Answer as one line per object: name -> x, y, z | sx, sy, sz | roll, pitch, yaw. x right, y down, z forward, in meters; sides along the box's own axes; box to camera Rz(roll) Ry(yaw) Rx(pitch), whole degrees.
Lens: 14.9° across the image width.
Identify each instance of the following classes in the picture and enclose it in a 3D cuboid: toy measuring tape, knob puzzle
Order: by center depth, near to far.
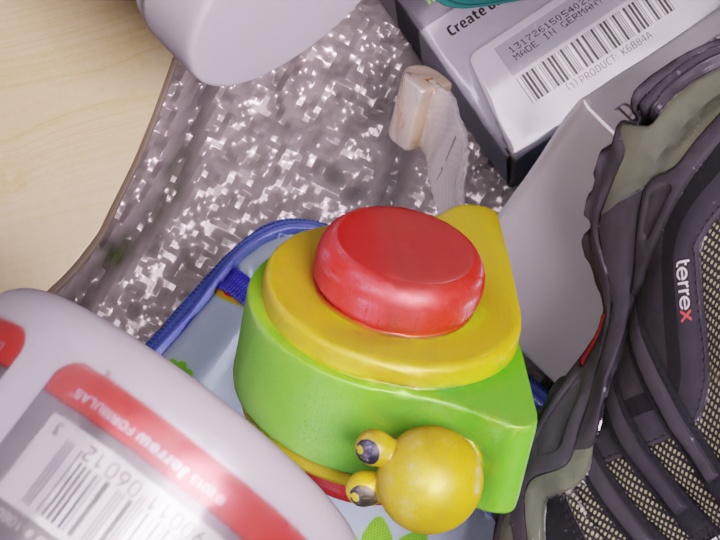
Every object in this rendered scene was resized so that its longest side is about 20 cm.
toy measuring tape -> 0.000, 0.000, 0.706 | 0.073, 0.074, 0.200 | -10, 33, 1
knob puzzle -> -0.148, -0.054, 0.828 | 0.218, 0.030, 0.221 | -1, 77, 3

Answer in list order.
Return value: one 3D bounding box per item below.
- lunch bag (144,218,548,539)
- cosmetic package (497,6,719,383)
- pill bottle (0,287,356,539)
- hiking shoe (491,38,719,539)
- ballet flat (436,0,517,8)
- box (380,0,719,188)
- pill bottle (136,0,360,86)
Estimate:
lunch bag -> 0.006, 0.094, 0.765 | 0.200, 0.082, 0.161 | 41, 80, 9
cosmetic package -> 0.138, 0.026, 0.749 | 0.200, 0.081, 0.113 | 44, 41, 8
pill bottle -> -0.099, 0.114, 0.656 | 0.116, 0.116, 0.200 | 35, 77, 9
hiking shoe -> 0.089, 0.052, 0.650 | 0.075, 0.101, 0.201 | -5, 113, -31
ballet flat -> 0.099, -0.128, 0.780 | 0.199, 0.068, 0.069 | -15, 67, -12
box -> 0.053, -0.150, 0.835 | 0.155, 0.041, 0.201 | -34, 79, -6
pill bottle -> -0.077, -0.151, 0.779 | 0.112, 0.112, 0.200 | -40, 72, -6
